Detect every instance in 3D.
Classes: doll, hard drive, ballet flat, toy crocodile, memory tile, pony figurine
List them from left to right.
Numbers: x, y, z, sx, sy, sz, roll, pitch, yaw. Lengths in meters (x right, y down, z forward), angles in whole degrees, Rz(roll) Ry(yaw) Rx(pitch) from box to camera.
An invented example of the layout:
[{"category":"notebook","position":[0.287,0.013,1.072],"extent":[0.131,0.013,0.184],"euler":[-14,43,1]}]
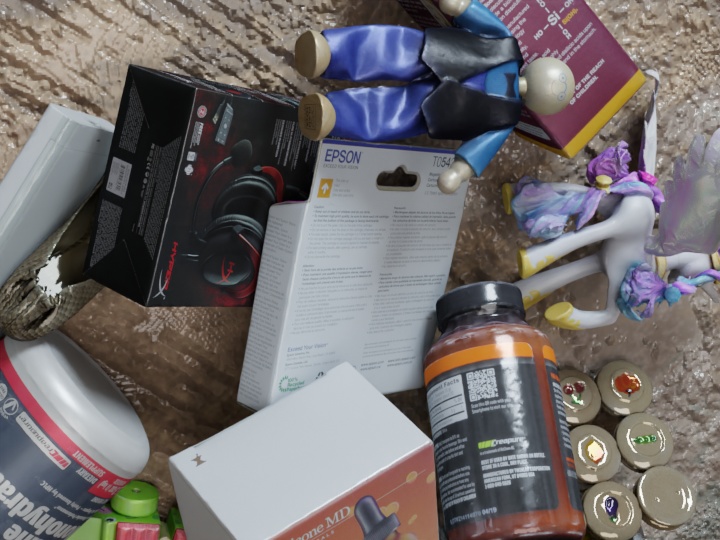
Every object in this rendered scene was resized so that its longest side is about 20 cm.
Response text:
[{"category":"hard drive","position":[-0.242,-0.020,0.844],"extent":[0.026,0.132,0.201],"euler":[33,94,2]},{"category":"ballet flat","position":[-0.183,-0.028,0.859],"extent":[0.067,0.046,0.200],"euler":[45,59,-5]},{"category":"toy crocodile","position":[-0.147,0.216,0.968],"extent":[0.198,0.062,0.068],"euler":[10,102,-17]},{"category":"doll","position":[0.056,-0.121,0.818],"extent":[0.198,0.048,0.138],"euler":[-5,94,-23]},{"category":"memory tile","position":[0.169,0.155,1.001],"extent":[0.197,0.017,0.155],"euler":[-7,63,-14]},{"category":"pony figurine","position":[0.217,-0.041,0.964],"extent":[0.197,0.167,0.195],"euler":[-9,123,-3]}]

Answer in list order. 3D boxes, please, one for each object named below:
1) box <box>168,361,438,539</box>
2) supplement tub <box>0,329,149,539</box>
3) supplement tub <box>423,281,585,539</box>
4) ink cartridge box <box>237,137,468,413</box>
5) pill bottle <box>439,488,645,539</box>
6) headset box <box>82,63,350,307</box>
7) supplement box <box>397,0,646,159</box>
[{"category":"box","position":[-0.032,0.197,0.852],"extent":[0.151,0.106,0.202],"euler":[-27,132,-25]},{"category":"supplement tub","position":[-0.266,0.149,0.877],"extent":[0.200,0.140,0.141],"euler":[-42,111,-1]},{"category":"supplement tub","position":[0.106,0.114,0.925],"extent":[0.106,0.107,0.202],"euler":[-1,68,-15]},{"category":"ink cartridge box","position":[0.000,0.000,0.908],"extent":[0.195,0.043,0.203],"euler":[-2,107,-52]},{"category":"pill bottle","position":[0.133,0.253,1.025],"extent":[0.197,0.114,0.116],"euler":[-6,106,-13]},{"category":"headset box","position":[-0.086,-0.054,0.866],"extent":[0.199,0.075,0.150],"euler":[3,106,-52]},{"category":"supplement box","position":[0.106,-0.190,0.902],"extent":[0.086,0.110,0.200],"euler":[-45,111,0]}]
